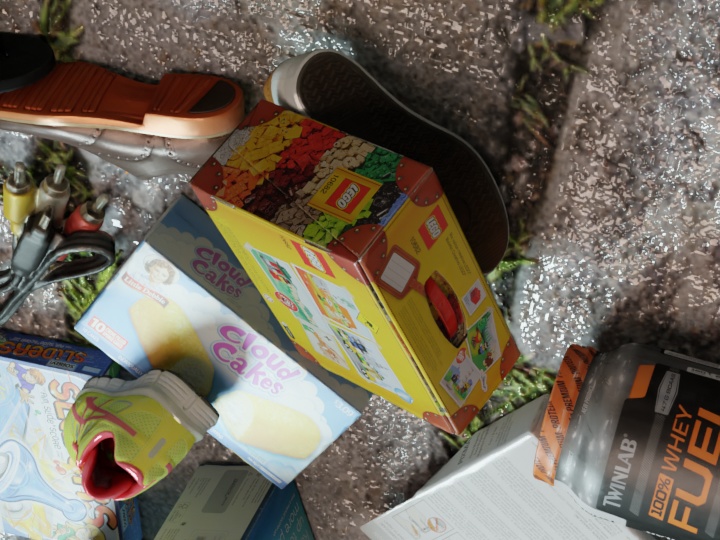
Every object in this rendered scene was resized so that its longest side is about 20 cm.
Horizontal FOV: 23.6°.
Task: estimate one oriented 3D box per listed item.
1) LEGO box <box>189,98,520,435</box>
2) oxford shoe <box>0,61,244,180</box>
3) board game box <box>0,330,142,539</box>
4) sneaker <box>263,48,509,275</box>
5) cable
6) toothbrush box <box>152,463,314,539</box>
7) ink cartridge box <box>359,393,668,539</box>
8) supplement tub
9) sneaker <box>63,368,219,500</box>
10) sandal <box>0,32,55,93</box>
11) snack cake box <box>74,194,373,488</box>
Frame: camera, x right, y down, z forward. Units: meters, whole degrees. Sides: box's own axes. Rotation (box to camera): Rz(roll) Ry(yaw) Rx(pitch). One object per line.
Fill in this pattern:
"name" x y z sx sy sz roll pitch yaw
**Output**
"LEGO box" 0.000 0.000 1.107 0.149 0.077 0.200 25 157 36
"oxford shoe" -0.175 -0.095 1.194 0.200 0.071 0.073 8 131 17
"board game box" -0.255 0.143 1.417 0.135 0.034 0.200 9 127 17
"sneaker" 0.018 -0.073 1.144 0.200 0.073 0.085 45 164 -22
"cable" -0.247 -0.010 1.317 0.097 0.050 0.200 23 144 -16
"toothbrush box" -0.092 0.275 1.371 0.085 0.146 0.200 -1 122 24
"ink cartridge box" 0.122 0.196 1.295 0.163 0.057 0.200 45 136 -12
"supplement tub" 0.223 0.121 1.144 0.200 0.123 0.123 15 128 13
"sneaker" -0.184 0.130 1.274 0.078 0.090 0.200 41 152 -12
"sandal" -0.309 -0.165 1.195 0.200 0.075 0.048 13 132 15
"snack cake box" -0.094 0.054 1.266 0.200 0.067 0.115 39 130 -6
